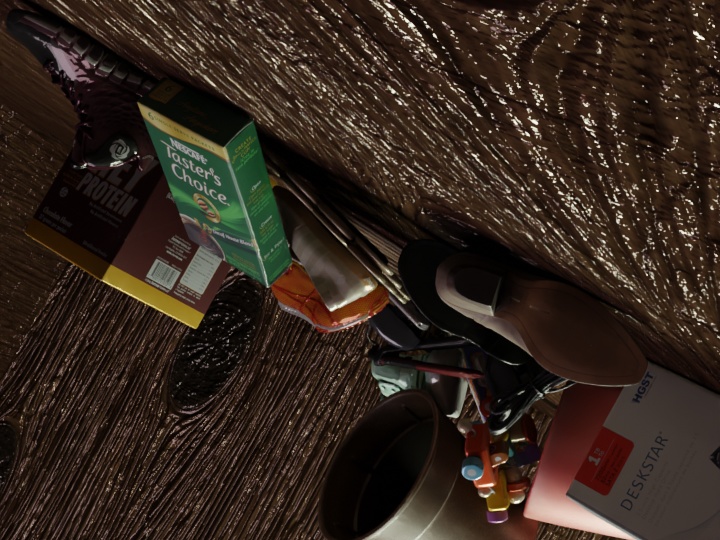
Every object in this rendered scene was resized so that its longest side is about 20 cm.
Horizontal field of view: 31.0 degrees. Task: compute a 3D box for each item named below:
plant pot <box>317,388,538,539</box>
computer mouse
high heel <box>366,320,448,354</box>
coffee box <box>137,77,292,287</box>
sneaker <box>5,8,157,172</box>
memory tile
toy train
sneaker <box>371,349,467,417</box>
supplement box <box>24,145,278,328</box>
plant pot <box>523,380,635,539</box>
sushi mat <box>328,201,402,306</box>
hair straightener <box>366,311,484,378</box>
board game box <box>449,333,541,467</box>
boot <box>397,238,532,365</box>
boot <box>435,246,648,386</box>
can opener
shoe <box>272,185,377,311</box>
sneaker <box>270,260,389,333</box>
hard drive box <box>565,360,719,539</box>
[{"bbox_3d":[0.087,0.274,1.504,0.198,0.201,0.200,38,173,-24],"label":"plant pot"},{"bbox_3d":[0.175,0.092,1.368,0.053,0.138,0.200,51,-173,-6],"label":"computer mouse"},{"bbox_3d":[0.036,0.077,1.592,0.071,0.143,0.200,-25,114,36],"label":"high heel"},{"bbox_3d":[-0.139,-0.083,1.257,0.122,0.044,0.201,30,151,29],"label":"coffee box"},{"bbox_3d":[-0.279,-0.165,1.285,0.199,0.116,0.076,31,176,-15],"label":"sneaker"},{"bbox_3d":[-0.028,-0.049,1.286,0.200,0.017,0.153,46,-179,20],"label":"memory tile"},{"bbox_3d":[0.152,0.180,1.398,0.055,0.151,0.200,-8,-152,16],"label":"toy train"},{"bbox_3d":[0.063,0.130,1.565,0.117,0.074,0.201,14,165,11],"label":"sneaker"},{"bbox_3d":[-0.233,-0.073,1.477,0.132,0.201,0.197,27,176,31],"label":"supplement box"},{"bbox_3d":[0.294,0.209,1.442,0.176,0.202,0.200,18,174,12],"label":"plant pot"},{"bbox_3d":[0.004,0.002,1.495,0.199,0.096,0.012,32,-169,-26],"label":"sushi mat"},{"bbox_3d":[0.069,0.075,1.456,0.041,0.078,0.199,8,176,-33],"label":"hair straightener"},{"bbox_3d":[0.159,0.138,1.580,0.134,0.044,0.202,74,176,-84],"label":"board game box"},{"bbox_3d":[0.087,0.020,1.349,0.200,0.069,0.174,40,180,-26],"label":"boot"},{"bbox_3d":[0.156,0.039,1.135,0.199,0.071,0.146,30,-178,10],"label":"boot"},{"bbox_3d":[0.000,0.000,1.407,0.200,0.066,0.053,49,-170,6],"label":"can opener"},{"bbox_3d":[-0.053,-0.025,1.313,0.070,0.053,0.200,44,-179,-41],"label":"shoe"},{"bbox_3d":[-0.045,0.015,1.368,0.199,0.073,0.078,12,132,52],"label":"sneaker"},{"bbox_3d":[0.319,0.198,1.213,0.199,0.157,0.077,26,175,37],"label":"hard drive box"}]
